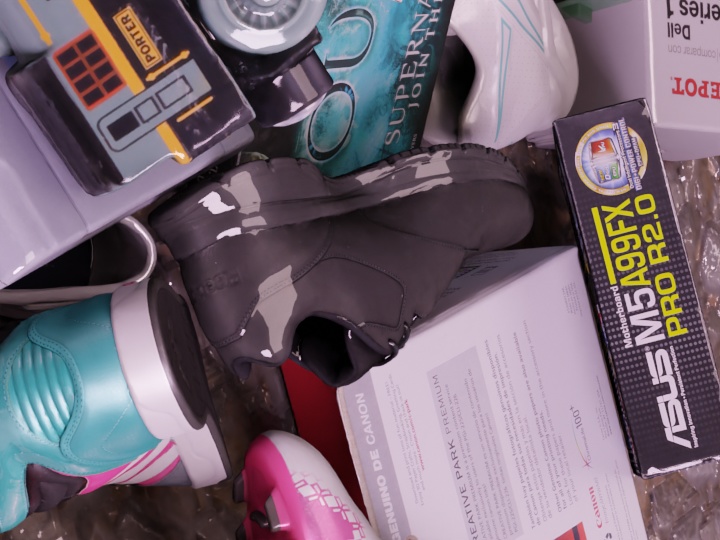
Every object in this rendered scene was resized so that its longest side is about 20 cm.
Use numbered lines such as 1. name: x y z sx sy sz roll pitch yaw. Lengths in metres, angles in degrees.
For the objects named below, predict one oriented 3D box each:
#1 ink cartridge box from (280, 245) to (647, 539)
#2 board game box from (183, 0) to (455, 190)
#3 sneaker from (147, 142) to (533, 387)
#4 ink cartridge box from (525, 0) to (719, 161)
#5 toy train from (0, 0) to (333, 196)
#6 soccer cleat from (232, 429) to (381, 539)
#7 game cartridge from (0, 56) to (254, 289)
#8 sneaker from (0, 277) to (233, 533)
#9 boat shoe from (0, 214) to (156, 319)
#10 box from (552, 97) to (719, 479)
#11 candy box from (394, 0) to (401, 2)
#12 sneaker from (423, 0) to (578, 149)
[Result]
1. ink cartridge box: 0.041 0.111 1.162 0.175 0.083 0.202 -25 105 -45
2. board game box: -0.007 -0.114 1.106 0.135 0.028 0.202 -12 120 -52
3. sneaker: 0.000 0.000 1.069 0.199 0.076 0.091 -10 78 -43
4. ink cartridge box: 0.153 -0.162 1.315 0.144 0.084 0.202 1 86 -48
5. toy train: -0.093 -0.123 0.893 0.114 0.085 0.201 -34 103 -6
6. soccer cleat: 0.011 0.150 1.051 0.086 0.070 0.202 -21 103 -18
7. game cartridge: -0.120 -0.078 0.972 0.134 0.041 0.200 61 27 -5
8. sneaker: -0.117 0.060 0.992 0.200 0.120 0.084 74 1 -77
9. boat shoe: -0.160 -0.025 0.960 0.199 0.065 0.074 8 81 -48
10. box: 0.129 0.014 1.201 0.200 0.044 0.162 35 40 -84
11. candy box: 0.001 -0.207 0.936 0.137 0.061 0.200 -64 161 -17
12. sneaker: 0.044 -0.149 1.202 0.080 0.070 0.202 -31 110 -43
